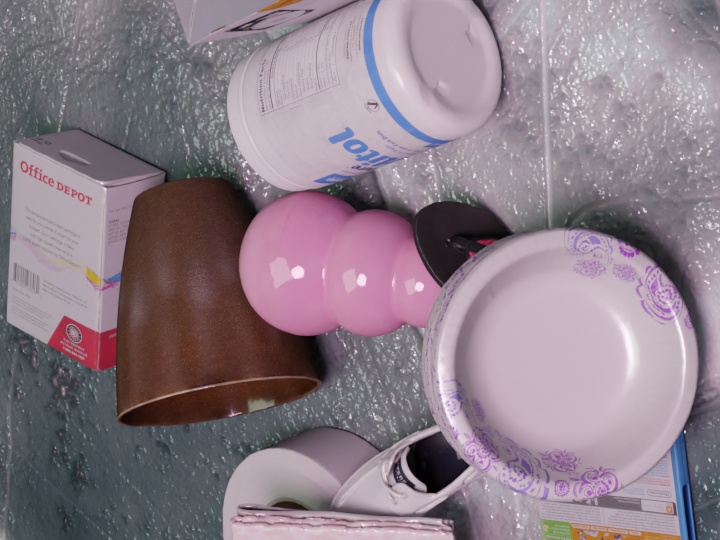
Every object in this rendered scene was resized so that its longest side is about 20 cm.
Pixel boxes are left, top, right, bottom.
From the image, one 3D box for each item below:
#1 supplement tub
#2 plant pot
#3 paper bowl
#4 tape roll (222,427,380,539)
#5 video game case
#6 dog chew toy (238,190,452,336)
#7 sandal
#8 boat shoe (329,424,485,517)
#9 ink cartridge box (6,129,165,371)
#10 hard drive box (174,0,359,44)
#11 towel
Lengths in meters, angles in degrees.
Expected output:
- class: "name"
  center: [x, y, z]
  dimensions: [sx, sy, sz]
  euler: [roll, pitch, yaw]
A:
- class: "supplement tub"
  center: [0.002, -0.148, 1.384]
  dimensions: [0.200, 0.132, 0.132]
  euler: [-18, 91, 45]
- class: "plant pot"
  center: [-0.144, 0.024, 1.560]
  dimensions: [0.187, 0.187, 0.201]
  euler: [-24, 72, 44]
- class: "paper bowl"
  center: [0.145, 0.068, 1.292]
  dimensions: [0.104, 0.200, 0.201]
  euler: [-172, 66, -83]
- class: "tape roll"
  center: [-0.034, 0.250, 1.585]
  dimensions: [0.202, 0.071, 0.203]
  euler: [14, 112, 40]
- class: "video game case"
  center: [0.207, 0.212, 1.386]
  dimensions: [0.143, 0.018, 0.201]
  euler: [1, 103, 42]
- class: "dog chew toy"
  center: [0.000, 0.000, 1.443]
  dimensions: [0.199, 0.124, 0.125]
  euler: [8, 109, 25]
- class: "sandal"
  center: [0.120, 0.019, 1.364]
  dimensions: [0.200, 0.075, 0.045]
  euler: [51, 160, 10]
- class: "boat shoe"
  center: [0.046, 0.167, 1.441]
  dimensions: [0.200, 0.065, 0.074]
  euler: [-36, 67, 19]
- class: "ink cartridge box"
  center: [-0.275, -0.022, 1.711]
  dimensions: [0.147, 0.086, 0.201]
  euler: [26, 118, 35]
- class: "hard drive box"
  center: [-0.027, -0.246, 1.331]
  dimensions: [0.156, 0.200, 0.077]
  euler: [-17, 92, 45]
- class: "towel"
  center: [-0.006, 0.283, 1.479]
  dimensions: [0.199, 0.032, 0.191]
  euler: [2, 124, 13]
